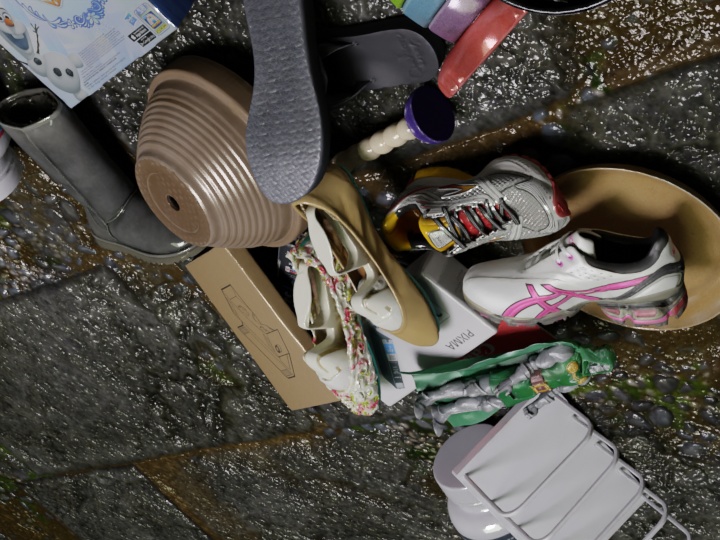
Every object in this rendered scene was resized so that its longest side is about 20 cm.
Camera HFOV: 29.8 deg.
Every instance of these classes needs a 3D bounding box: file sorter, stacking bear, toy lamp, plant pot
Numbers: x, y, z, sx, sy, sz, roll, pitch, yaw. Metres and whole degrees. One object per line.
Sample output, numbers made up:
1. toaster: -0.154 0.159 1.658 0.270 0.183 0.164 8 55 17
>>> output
1. file sorter: 0.223 0.240 1.388 0.200 0.139 0.124 47 176 -24
2. stacking bear: 0.041 -0.247 0.977 0.200 0.114 0.121 43 130 -2
3. toy lamp: -0.001 -0.105 1.218 0.058 0.059 0.199 41 141 -19
4. plant pot: 0.238 -0.024 1.189 0.198 0.028 0.201 17 143 13
5. plant pot: -0.142 -0.088 1.250 0.200 0.093 0.202 34 150 22

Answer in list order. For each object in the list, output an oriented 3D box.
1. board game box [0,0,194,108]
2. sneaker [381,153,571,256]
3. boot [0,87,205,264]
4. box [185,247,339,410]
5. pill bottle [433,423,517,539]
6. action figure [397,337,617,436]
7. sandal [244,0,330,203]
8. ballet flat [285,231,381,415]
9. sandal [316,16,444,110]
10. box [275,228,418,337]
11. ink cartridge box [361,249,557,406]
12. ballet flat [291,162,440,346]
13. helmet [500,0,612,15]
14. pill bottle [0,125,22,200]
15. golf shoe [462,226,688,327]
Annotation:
1. board game box: -0.280 -0.260 1.217 0.199 0.044 0.199 43 142 -22
2. sneaker: 0.099 -0.044 1.175 0.199 0.082 0.078 -5 123 49
3. boot: -0.257 -0.099 1.376 0.180 0.073 0.201 3 137 29
4. box: -0.101 0.058 1.422 0.201 0.021 0.163 54 159 -5
5. pill bottle: 0.166 0.270 1.513 0.119 0.120 0.201 -7 132 38
6. action figure: 0.148 0.105 1.274 0.198 0.055 0.118 -21 143 25
7. sandal: -0.056 -0.157 1.136 0.075 0.043 0.203 7 105 28
8. ballet flat: -0.032 0.054 1.295 0.075 0.064 0.202 5 114 48
9. sandal: -0.021 -0.172 1.160 0.199 0.043 0.076 -11 129 40
10. box: 0.009 0.038 1.392 0.198 0.046 0.160 20 142 10
11. ink cartridge box: 0.082 0.081 1.324 0.176 0.045 0.200 37 141 -10
12. ballet flat: 0.000 0.000 1.214 0.068 0.063 0.201 -12 116 52
13. helmet: 0.112 -0.267 0.833 0.198 0.203 0.190 -2 175 34
14. pill bottle: -0.424 -0.161 1.375 0.108 0.109 0.201 5 138 27
15. golf shoe: 0.181 -0.004 1.173 0.198 0.073 0.093 -3 129 21
